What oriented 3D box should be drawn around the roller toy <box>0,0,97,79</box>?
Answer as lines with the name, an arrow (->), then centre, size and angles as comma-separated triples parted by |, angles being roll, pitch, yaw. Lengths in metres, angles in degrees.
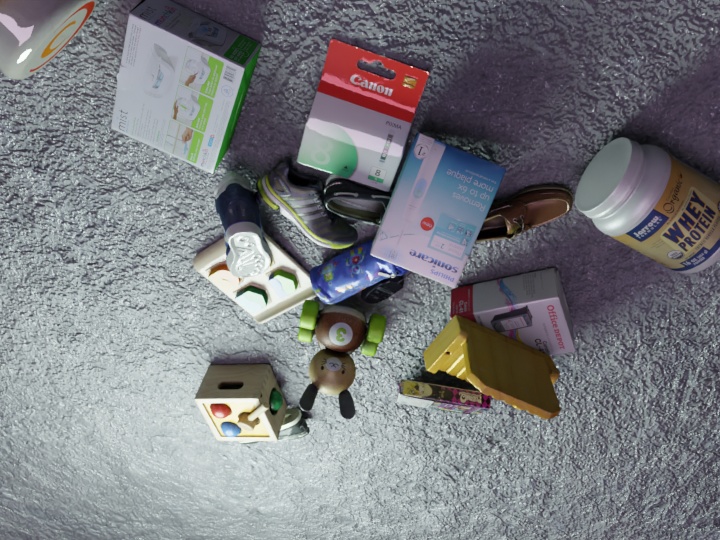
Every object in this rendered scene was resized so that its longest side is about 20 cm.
roller toy -> -0.474, -0.371, 0.871 | 0.182, 0.201, 0.140 | -30, 118, 38

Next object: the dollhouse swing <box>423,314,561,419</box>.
dollhouse swing -> 0.228, 0.205, 1.113 | 0.199, 0.176, 0.182 | 24, 132, -10

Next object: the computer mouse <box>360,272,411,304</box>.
computer mouse -> 0.079, 0.003, 1.180 | 0.200, 0.034, 0.059 | -33, 145, 25

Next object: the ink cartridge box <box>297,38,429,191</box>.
ink cartridge box -> 0.001, -0.234, 0.984 | 0.160, 0.050, 0.201 | 18, 133, -4

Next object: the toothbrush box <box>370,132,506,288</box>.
toothbrush box -> 0.117, -0.096, 0.990 | 0.146, 0.085, 0.201 | 23, 103, -1

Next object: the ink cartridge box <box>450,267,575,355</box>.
ink cartridge box -> 0.282, 0.091, 1.176 | 0.199, 0.086, 0.148 | -12, 126, 23

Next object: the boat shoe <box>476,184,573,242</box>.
boat shoe -> 0.252, -0.083, 1.044 | 0.199, 0.068, 0.072 | -14, 126, 22

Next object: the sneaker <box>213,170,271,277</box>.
sneaker -> -0.210, -0.088, 1.119 | 0.080, 0.147, 0.200 | -11, 157, -9

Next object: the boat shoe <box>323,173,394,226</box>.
boat shoe -> 0.033, -0.103, 1.067 | 0.199, 0.061, 0.076 | 12, 138, -7

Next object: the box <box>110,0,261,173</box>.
box -> -0.271, -0.279, 0.968 | 0.176, 0.097, 0.200 | 23, 131, -7

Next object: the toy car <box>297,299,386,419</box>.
toy car -> -0.051, 0.181, 1.227 | 0.163, 0.201, 0.158 | 12, 154, -2

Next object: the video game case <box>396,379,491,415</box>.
video game case -> 0.167, 0.266, 1.315 | 0.180, 0.036, 0.200 | 9, 165, 5

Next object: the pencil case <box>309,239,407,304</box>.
pencil case -> 0.000, 0.000, 1.157 | 0.199, 0.087, 0.078 | -23, 138, 29

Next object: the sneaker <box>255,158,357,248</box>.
sneaker -> -0.080, -0.112, 1.090 | 0.200, 0.074, 0.081 | 34, 125, -19

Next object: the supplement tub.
supplement tub -> 0.440, -0.098, 0.942 | 0.199, 0.145, 0.145 | 26, 130, -10

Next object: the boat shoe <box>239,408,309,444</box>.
boat shoe -> -0.217, 0.399, 1.551 | 0.199, 0.072, 0.068 | -20, 119, 24

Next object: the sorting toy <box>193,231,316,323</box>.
sorting toy -> -0.207, 0.014, 1.244 | 0.185, 0.037, 0.200 | -27, 120, 30

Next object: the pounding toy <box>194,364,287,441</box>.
pounding toy -> -0.258, 0.309, 1.436 | 0.199, 0.143, 0.185 | -3, 130, 15
